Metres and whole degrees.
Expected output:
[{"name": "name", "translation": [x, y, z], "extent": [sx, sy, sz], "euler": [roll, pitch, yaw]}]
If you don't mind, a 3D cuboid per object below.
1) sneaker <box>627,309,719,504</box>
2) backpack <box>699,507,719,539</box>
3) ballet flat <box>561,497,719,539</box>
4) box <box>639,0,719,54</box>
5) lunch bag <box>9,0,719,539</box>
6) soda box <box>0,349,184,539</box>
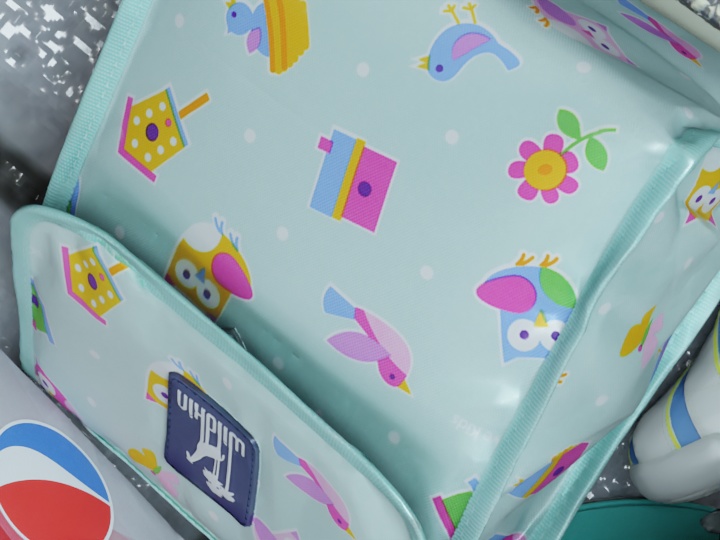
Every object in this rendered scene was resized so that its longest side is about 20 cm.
[{"name": "sneaker", "translation": [0.143, -0.019, 0.822], "extent": [0.200, 0.076, 0.105], "euler": [-37, 87, -9]}, {"name": "backpack", "translation": [0.094, 0.163, 0.667], "extent": [0.151, 0.177, 0.200], "euler": [47, 115, 11]}, {"name": "ballet flat", "translation": [0.036, 0.118, 0.819], "extent": [0.200, 0.064, 0.067], "euler": [-12, 58, -27]}, {"name": "box", "translation": [0.098, -0.105, 0.767], "extent": [0.200, 0.068, 0.082], "euler": [38, 77, 9]}, {"name": "lunch bag", "translation": [0.000, 0.000, 0.741], "extent": [0.170, 0.122, 0.200], "euler": [38, 113, 19]}, {"name": "soda box", "translation": [-0.133, 0.059, 0.779], "extent": [0.200, 0.063, 0.070], "euler": [47, 122, -8]}]
